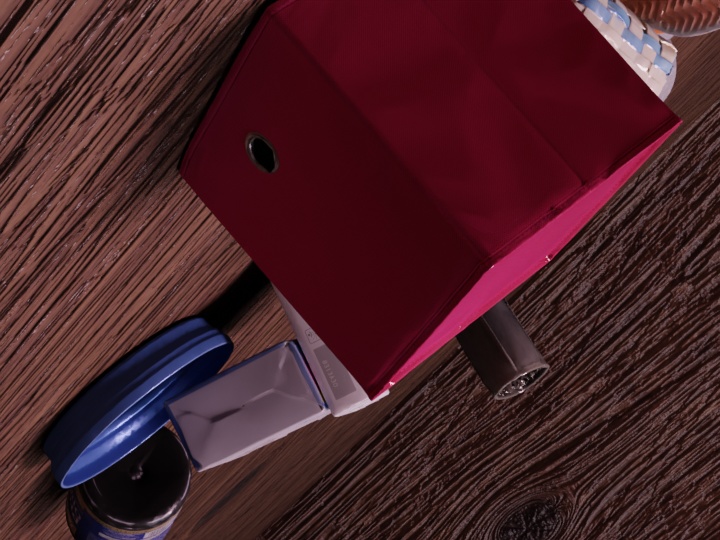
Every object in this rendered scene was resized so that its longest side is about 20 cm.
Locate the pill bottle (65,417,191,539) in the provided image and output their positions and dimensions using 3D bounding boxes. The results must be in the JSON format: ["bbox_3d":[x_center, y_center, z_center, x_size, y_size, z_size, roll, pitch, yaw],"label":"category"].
[{"bbox_3d":[-0.238,0.229,1.681,0.112,0.112,0.200,-37,170,-26],"label":"pill bottle"}]

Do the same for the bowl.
[{"bbox_3d":[-0.203,0.117,1.513,0.200,0.039,0.201,-40,171,-7],"label":"bowl"}]

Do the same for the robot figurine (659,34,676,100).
[{"bbox_3d":[0.239,-0.194,1.644,0.170,0.113,0.200,-45,171,35],"label":"robot figurine"}]

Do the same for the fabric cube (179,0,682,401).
[{"bbox_3d":[0.038,-0.076,1.062,0.200,0.200,0.196,-35,171,-34],"label":"fabric cube"}]

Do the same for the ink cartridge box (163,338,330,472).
[{"bbox_3d":[-0.085,0.121,1.577,0.136,0.077,0.200,-26,173,10],"label":"ink cartridge box"}]

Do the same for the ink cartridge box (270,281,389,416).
[{"bbox_3d":[-0.019,0.050,1.570,0.050,0.162,0.200,-27,174,12],"label":"ink cartridge box"}]

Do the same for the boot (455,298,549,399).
[{"bbox_3d":[0.088,0.013,1.408,0.073,0.200,0.182,-41,171,9],"label":"boot"}]

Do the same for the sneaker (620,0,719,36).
[{"bbox_3d":[0.255,-0.236,1.425,0.199,0.072,0.080,0,-163,40],"label":"sneaker"}]

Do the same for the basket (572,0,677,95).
[{"bbox_3d":[0.138,-0.127,1.300,0.176,0.139,0.201,33,89,-40],"label":"basket"}]
